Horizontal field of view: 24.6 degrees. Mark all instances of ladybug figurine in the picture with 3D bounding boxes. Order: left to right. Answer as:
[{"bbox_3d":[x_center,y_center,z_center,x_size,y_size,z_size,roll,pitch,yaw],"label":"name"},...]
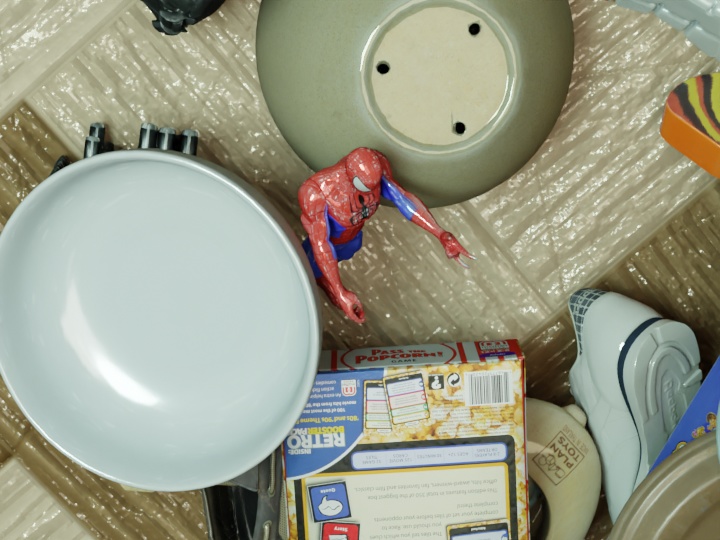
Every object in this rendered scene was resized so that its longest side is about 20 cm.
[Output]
[{"bbox_3d":[0.071,0.157,1.079,0.200,0.072,0.136,-41,103,7],"label":"ladybug figurine"}]

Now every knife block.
[{"bbox_3d":[-0.133,0.012,1.029,0.175,0.064,0.200,-36,104,6],"label":"knife block"}]

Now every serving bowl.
[{"bbox_3d":[-0.111,0.022,0.954,0.199,0.066,0.201,4,107,14],"label":"serving bowl"}]

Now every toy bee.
[{"bbox_3d":[0.284,-0.054,1.019,0.108,0.131,0.201,-34,88,-15],"label":"toy bee"}]

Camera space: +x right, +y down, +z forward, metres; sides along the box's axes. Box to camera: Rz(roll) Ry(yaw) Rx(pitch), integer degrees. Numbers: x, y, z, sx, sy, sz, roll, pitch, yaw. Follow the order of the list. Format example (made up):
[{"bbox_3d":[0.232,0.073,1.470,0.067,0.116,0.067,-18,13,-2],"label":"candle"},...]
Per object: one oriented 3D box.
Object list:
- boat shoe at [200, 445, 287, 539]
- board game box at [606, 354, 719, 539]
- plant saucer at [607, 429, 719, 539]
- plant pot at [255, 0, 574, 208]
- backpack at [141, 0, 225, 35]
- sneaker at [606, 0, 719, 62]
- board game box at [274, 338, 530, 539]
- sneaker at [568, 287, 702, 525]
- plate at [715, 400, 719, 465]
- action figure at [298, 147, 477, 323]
[{"bbox_3d":[-0.074,0.112,1.042,0.074,0.073,0.201,-1,110,39],"label":"boat shoe"},{"bbox_3d":[0.243,0.137,1.066,0.134,0.045,0.201,18,106,-47],"label":"board game box"},{"bbox_3d":[0.245,0.187,1.013,0.199,0.029,0.201,-4,110,-10],"label":"plant saucer"},{"bbox_3d":[0.038,-0.123,0.971,0.199,0.135,0.202,-1,106,-4],"label":"plant pot"},{"bbox_3d":[-0.128,-0.249,0.924,0.200,0.163,0.154,40,90,-6],"label":"backpack"},{"bbox_3d":[0.190,-0.202,1.008,0.199,0.077,0.082,32,73,-13],"label":"sneaker"},{"bbox_3d":[0.028,0.148,1.013,0.150,0.046,0.201,-3,102,0],"label":"board game box"},{"bbox_3d":[0.178,0.101,1.079,0.076,0.080,0.201,-29,128,-30],"label":"sneaker"},{"bbox_3d":[0.303,0.083,0.951,0.199,0.026,0.201,-4,115,-8],"label":"plate"},{"bbox_3d":[0.000,0.000,0.958,0.065,0.200,0.099,-32,73,-22],"label":"action figure"}]
